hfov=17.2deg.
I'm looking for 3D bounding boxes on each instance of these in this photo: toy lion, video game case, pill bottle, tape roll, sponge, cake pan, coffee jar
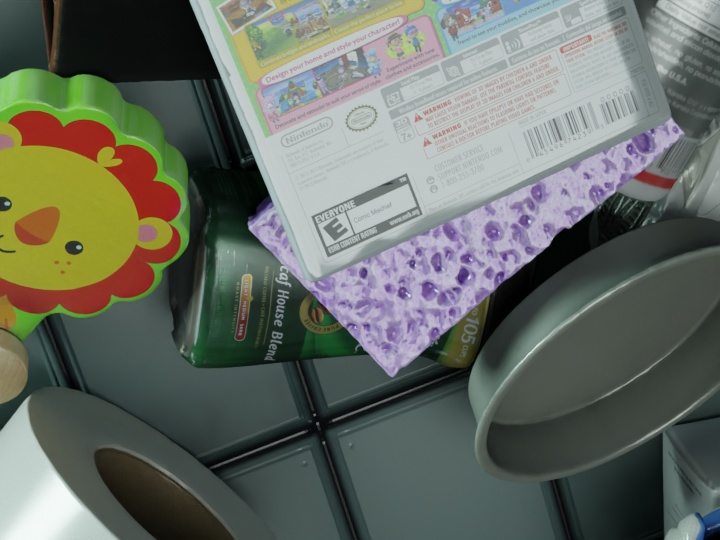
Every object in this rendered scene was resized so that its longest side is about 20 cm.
[{"bbox_3d":[-0.194,-0.032,1.202,0.199,0.069,0.192,27,125,-24],"label":"toy lion"},{"bbox_3d":[0.032,-0.114,1.138,0.199,0.022,0.183,-24,112,-5],"label":"video game case"},{"bbox_3d":[0.162,-0.149,1.256,0.113,0.114,0.201,24,105,-24],"label":"pill bottle"},{"bbox_3d":[-0.139,0.179,1.272,0.202,0.203,0.139,36,101,-27],"label":"tape roll"},{"bbox_3d":[0.052,-0.048,1.210,0.200,0.030,0.112,-40,104,10],"label":"sponge"},{"bbox_3d":[0.142,0.041,1.308,0.199,0.037,0.201,-24,151,-14],"label":"cake pan"},{"bbox_3d":[0.000,0.000,1.295,0.199,0.085,0.105,0,115,-16],"label":"coffee jar"}]

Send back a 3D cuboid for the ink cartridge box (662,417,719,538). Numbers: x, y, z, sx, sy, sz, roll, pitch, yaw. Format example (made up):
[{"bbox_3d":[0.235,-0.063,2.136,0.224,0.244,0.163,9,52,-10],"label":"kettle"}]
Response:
[{"bbox_3d":[0.265,0.187,1.458,0.145,0.086,0.201,-10,115,-11],"label":"ink cartridge box"}]

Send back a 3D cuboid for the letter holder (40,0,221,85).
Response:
[{"bbox_3d":[-0.061,-0.182,1.197,0.199,0.143,0.101,-3,147,-13],"label":"letter holder"}]

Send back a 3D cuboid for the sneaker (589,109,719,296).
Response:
[{"bbox_3d":[0.215,-0.070,1.339,0.099,0.078,0.200,21,116,-30],"label":"sneaker"}]

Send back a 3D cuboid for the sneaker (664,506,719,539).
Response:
[{"bbox_3d":[0.259,0.190,1.362,0.199,0.081,0.147,3,118,-8],"label":"sneaker"}]
